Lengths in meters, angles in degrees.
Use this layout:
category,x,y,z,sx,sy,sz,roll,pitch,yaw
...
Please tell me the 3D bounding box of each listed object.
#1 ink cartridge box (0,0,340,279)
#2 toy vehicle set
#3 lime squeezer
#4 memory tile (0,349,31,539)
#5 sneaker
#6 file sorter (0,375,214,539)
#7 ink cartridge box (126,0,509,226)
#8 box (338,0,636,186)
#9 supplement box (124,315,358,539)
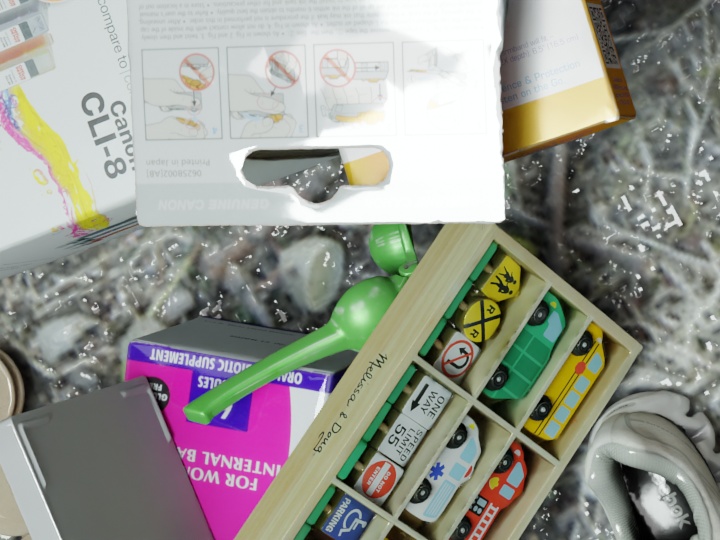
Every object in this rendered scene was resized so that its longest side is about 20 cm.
category,x,y,z,sx,sy,sz,roll,pitch,yaw
ink cartridge box,-0.136,-0.088,1.264,0.200,0.145,0.145,-20,87,17
toy vehicle set,0.032,0.085,1.212,0.027,0.124,0.200,30,86,49
lime squeezer,0.000,0.000,1.226,0.071,0.200,0.038,2,140,39
memory tile,-0.233,0.137,1.355,0.200,0.017,0.153,-27,87,17
sneaker,0.162,0.149,1.220,0.075,0.081,0.200,-37,84,15
file sorter,-0.131,0.168,1.179,0.124,0.139,0.200,-25,87,20
ink cartridge box,-0.016,-0.121,1.095,0.162,0.057,0.200,0,102,18
box,0.027,-0.139,1.119,0.119,0.041,0.200,-17,86,18
supplement box,-0.057,0.132,1.277,0.101,0.103,0.200,8,98,16
